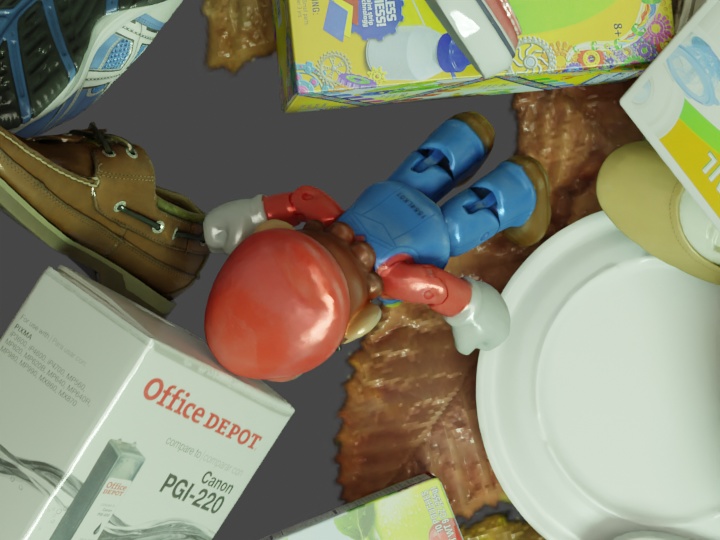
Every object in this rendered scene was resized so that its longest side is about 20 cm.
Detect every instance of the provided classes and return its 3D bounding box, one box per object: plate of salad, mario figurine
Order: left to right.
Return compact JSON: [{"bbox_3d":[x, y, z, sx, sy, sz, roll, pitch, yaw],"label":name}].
[{"bbox_3d":[0.000,0.000,1.206,0.200,0.123,0.106,-31,117,-33],"label":"mario figurine"},{"bbox_3d":[0.157,0.064,1.255,0.200,0.048,0.200,1,86,-8],"label":"plate of salad"}]

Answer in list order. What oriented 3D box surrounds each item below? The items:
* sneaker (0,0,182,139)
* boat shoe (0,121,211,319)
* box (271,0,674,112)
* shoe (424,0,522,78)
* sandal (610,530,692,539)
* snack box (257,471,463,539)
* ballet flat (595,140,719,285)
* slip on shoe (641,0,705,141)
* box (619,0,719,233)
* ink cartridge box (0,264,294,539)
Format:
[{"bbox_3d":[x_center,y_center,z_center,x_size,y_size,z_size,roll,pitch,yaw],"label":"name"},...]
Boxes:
[{"bbox_3d":[-0.143,-0.136,1.226,0.076,0.077,0.200,44,68,7],"label":"sneaker"},{"bbox_3d":[-0.140,-0.043,1.176,0.072,0.200,0.068,39,89,32],"label":"boat shoe"},{"bbox_3d":[0.048,-0.192,1.216,0.193,0.122,0.200,-6,90,-6],"label":"box"},{"bbox_3d":[0.045,-0.196,1.117,0.091,0.071,0.200,-29,88,1],"label":"shoe"},{"bbox_3d":[0.211,0.193,1.228,0.207,0.059,0.079,16,103,-22],"label":"sandal"},{"bbox_3d":[0.010,0.224,1.239,0.142,0.053,0.200,-22,91,-3],"label":"snack box"},{"bbox_3d":[0.218,-0.016,1.216,0.200,0.063,0.069,24,80,-14],"label":"ballet flat"},{"bbox_3d":[0.181,-0.143,1.259,0.061,0.076,0.200,21,102,40],"label":"slip on shoe"},{"bbox_3d":[0.239,-0.047,1.131,0.200,0.101,0.113,55,129,20],"label":"box"},{"bbox_3d":[-0.143,0.115,1.171,0.085,0.146,0.200,31,89,32],"label":"ink cartridge box"}]
